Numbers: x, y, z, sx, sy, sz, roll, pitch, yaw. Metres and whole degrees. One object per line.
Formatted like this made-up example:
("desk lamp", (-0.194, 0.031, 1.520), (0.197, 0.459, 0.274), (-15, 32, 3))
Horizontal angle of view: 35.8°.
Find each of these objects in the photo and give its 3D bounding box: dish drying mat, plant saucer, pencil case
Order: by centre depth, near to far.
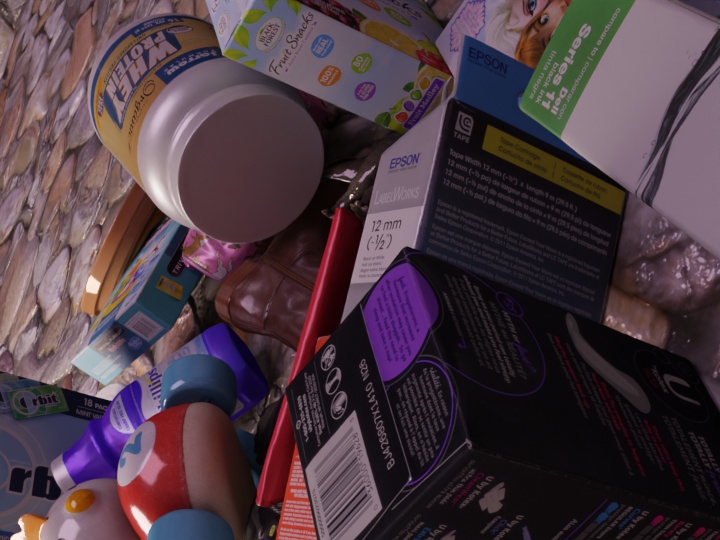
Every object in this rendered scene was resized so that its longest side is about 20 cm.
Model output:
("dish drying mat", (-0.034, 0.060, 0.757), (0.077, 0.018, 0.200), (61, -135, -80))
("pencil case", (-0.098, -0.079, 1.046), (0.087, 0.083, 0.200), (33, 103, 49))
("plant saucer", (-0.260, -0.038, 1.278), (0.200, 0.032, 0.200), (-63, 5, 10))

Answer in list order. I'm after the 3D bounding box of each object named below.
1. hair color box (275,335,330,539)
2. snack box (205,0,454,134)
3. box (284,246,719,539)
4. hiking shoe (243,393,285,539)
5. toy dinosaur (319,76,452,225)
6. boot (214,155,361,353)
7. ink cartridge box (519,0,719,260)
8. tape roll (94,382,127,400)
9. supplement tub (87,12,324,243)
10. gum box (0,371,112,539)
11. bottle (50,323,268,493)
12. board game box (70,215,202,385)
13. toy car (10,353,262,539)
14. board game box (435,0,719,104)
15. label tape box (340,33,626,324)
("hair color box", (0.012, 0.150, 0.700), (0.064, 0.111, 0.200), (-10, 63, 56))
("snack box", (-0.021, -0.194, 0.875), (0.068, 0.200, 0.169), (-54, 33, 25))
("box", (0.081, 0.091, 0.531), (0.106, 0.200, 0.122), (-51, 34, 29))
("hiking shoe", (-0.032, 0.153, 0.805), (0.101, 0.076, 0.200), (-52, 33, 34))
("toy dinosaur", (0.030, -0.067, 0.828), (0.102, 0.077, 0.200), (-49, 13, -11))
("boot", (0.000, 0.000, 0.864), (0.200, 0.064, 0.186), (21, 69, 48))
("ink cartridge box", (0.186, -0.050, 0.501), (0.083, 0.147, 0.200), (-62, 30, 17))
("tape roll", (-0.240, 0.217, 1.115), (0.202, 0.071, 0.203), (-37, 43, 43))
("supplement tub", (-0.128, -0.119, 0.914), (0.200, 0.145, 0.145), (42, 109, 49))
("gum box", (-0.310, 0.193, 1.002), (0.045, 0.170, 0.200), (-40, 41, 41))
("bottle", (-0.181, 0.132, 0.991), (0.200, 0.065, 0.084), (-34, 46, 1))
("board game box", (-0.207, 0.005, 1.148), (0.151, 0.047, 0.200), (-37, 23, 43))
("toy car", (-0.182, 0.192, 0.859), (0.184, 0.200, 0.177), (-97, -6, -49))
("board game box", (0.146, -0.178, 0.749), (0.200, 0.041, 0.200), (-54, 33, 26))
("label tape box", (0.077, -0.016, 0.660), (0.066, 0.143, 0.200), (-7, 66, 57))
